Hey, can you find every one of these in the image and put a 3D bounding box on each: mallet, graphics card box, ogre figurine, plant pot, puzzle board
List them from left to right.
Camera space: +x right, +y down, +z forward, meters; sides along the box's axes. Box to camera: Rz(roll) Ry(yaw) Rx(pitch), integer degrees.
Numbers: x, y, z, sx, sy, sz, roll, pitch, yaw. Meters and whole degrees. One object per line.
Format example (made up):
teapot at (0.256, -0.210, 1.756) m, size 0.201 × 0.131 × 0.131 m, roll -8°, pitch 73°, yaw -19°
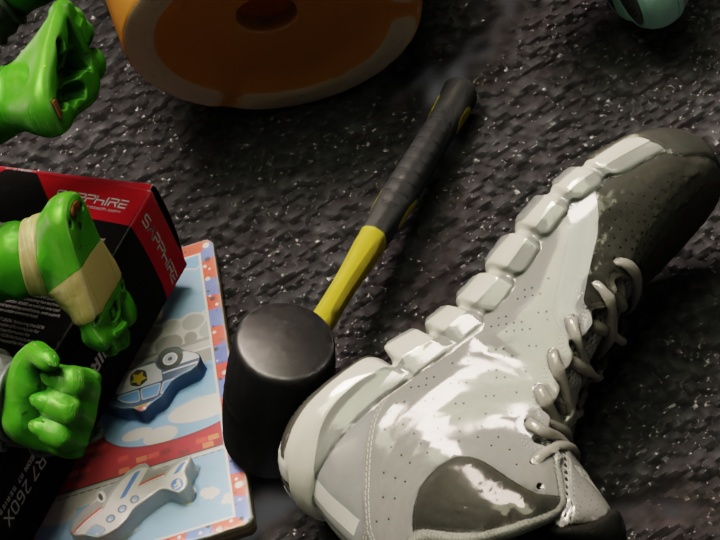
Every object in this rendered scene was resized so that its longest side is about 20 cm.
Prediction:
graphics card box at (-0.165, 0.048, 0.981) m, size 0.125 × 0.051 × 0.201 m, roll 8°, pitch 52°, yaw 26°
ogre figurine at (-0.154, -0.027, 0.936) m, size 0.119 × 0.098 × 0.202 m, roll -10°, pitch 90°, yaw 17°
puzzle board at (-0.144, 0.069, 1.000) m, size 0.198 × 0.017 × 0.151 m, roll -17°, pitch 47°, yaw 5°
plant pot at (-0.046, -0.178, 1.074) m, size 0.199 × 0.200 × 0.185 m, roll -14°, pitch 62°, yaw 9°
mallet at (0.000, 0.000, 0.996) m, size 0.041 × 0.066 × 0.200 m, roll 23°, pitch 43°, yaw 11°

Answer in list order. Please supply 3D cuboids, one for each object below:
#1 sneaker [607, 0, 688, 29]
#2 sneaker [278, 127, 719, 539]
sneaker at (0.149, -0.193, 1.075) m, size 0.139 × 0.078 × 0.201 m, roll -18°, pitch 47°, yaw 6°
sneaker at (0.076, 0.047, 0.906) m, size 0.200 × 0.075 × 0.116 m, roll -41°, pitch 53°, yaw -3°
